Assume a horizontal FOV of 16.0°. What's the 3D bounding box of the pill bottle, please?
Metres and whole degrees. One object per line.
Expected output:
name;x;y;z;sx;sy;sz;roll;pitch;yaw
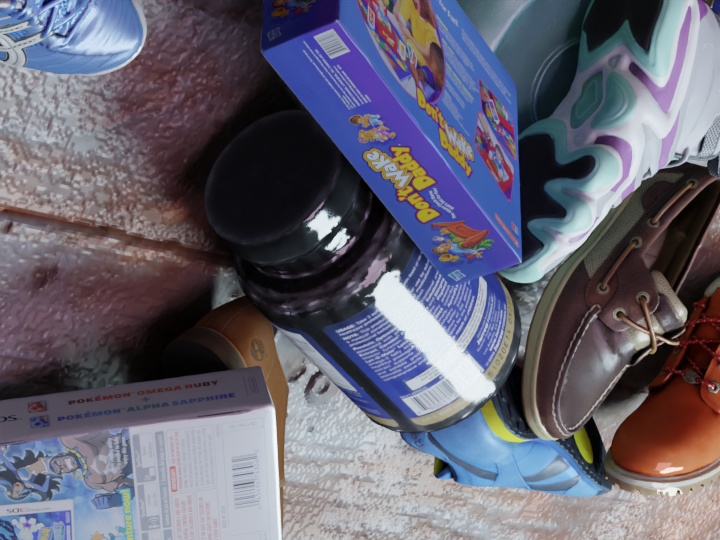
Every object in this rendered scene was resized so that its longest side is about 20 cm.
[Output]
pill bottle;0.000;0.000;1.415;0.112;0.112;0.200;-48;137;-5

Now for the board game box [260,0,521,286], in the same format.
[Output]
board game box;0.020;-0.105;1.339;0.045;0.135;0.200;-20;134;22

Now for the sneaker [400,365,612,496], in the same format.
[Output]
sneaker;0.093;0.107;1.611;0.078;0.066;0.200;-25;153;22

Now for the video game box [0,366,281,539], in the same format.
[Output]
video game box;-0.135;0.154;1.399;0.182;0.047;0.200;-8;124;-10

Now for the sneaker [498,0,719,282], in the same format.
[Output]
sneaker;0.165;-0.068;1.500;0.140;0.078;0.200;24;100;-45

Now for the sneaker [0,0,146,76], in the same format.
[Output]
sneaker;-0.171;-0.135;1.209;0.200;0.077;0.076;24;97;-48

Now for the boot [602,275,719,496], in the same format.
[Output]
boot;0.220;0.068;1.664;0.200;0.075;0.107;-37;134;-44

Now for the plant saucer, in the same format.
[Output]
plant saucer;0.119;-0.112;1.509;0.200;0.027;0.200;-21;127;-30

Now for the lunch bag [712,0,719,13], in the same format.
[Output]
lunch bag;0.309;-0.129;1.556;0.127;0.170;0.200;-37;135;-17

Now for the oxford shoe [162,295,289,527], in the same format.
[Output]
oxford shoe;-0.064;0.102;1.462;0.071;0.071;0.200;-46;147;-43

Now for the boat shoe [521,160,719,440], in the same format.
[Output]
boat shoe;0.165;0.017;1.558;0.200;0.072;0.072;-59;138;-21
